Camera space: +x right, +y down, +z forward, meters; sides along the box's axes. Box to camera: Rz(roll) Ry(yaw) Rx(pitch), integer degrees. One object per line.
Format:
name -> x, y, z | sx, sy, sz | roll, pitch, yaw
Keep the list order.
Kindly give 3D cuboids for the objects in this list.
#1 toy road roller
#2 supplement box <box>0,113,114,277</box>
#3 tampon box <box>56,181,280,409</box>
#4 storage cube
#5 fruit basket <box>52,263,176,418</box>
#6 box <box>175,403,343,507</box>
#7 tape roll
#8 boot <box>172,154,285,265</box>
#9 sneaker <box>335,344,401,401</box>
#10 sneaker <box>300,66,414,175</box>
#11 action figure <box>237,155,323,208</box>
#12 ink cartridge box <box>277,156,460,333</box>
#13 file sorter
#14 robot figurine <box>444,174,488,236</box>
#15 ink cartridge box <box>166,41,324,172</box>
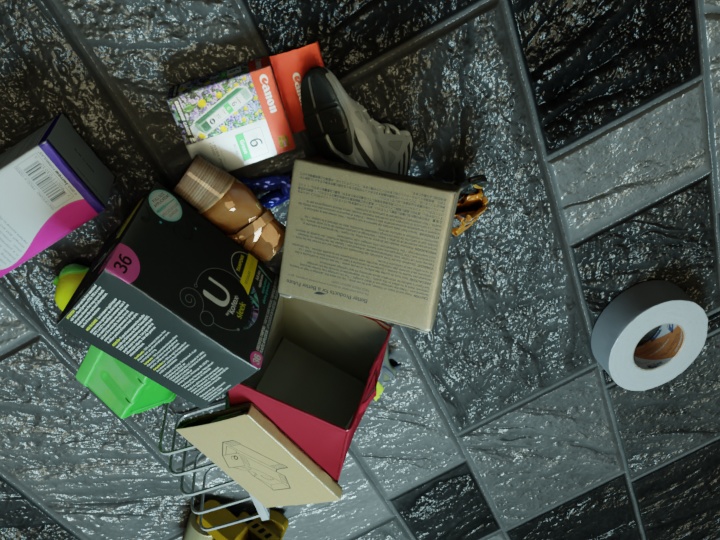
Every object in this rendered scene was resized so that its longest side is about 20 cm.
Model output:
toy road roller -> -0.224, 0.509, 1.134 | 0.197, 0.146, 0.125 | 31, 116, 13
supplement box -> -0.414, -0.081, 0.728 | 0.197, 0.104, 0.102 | -31, 124, 4
tampon box -> -0.213, 0.033, 0.709 | 0.199, 0.152, 0.125 | 38, 126, -25
storage cube -> -0.073, 0.158, 0.848 | 0.195, 0.173, 0.182 | 20, 141, 9
fruit basket -> -0.322, 0.071, 0.838 | 0.154, 0.214, 0.219 | -10, 134, -55
box -> -0.141, 0.264, 0.838 | 0.161, 0.022, 0.201 | -20, 122, 36
tape roll -> 0.529, 0.121, 1.104 | 0.194, 0.067, 0.205 | -6, 122, -9
boot -> -0.197, -0.039, 0.788 | 0.153, 0.075, 0.199 | 37, 132, -21
sneaker -> -0.003, 0.117, 0.977 | 0.081, 0.074, 0.202 | -40, 122, -13
sneaker -> 0.002, -0.184, 0.789 | 0.115, 0.074, 0.204 | -46, 120, -34
action figure -> -0.102, -0.098, 0.802 | 0.195, 0.100, 0.067 | -18, 125, -6
ink cartridge box -> 0.010, -0.036, 0.726 | 0.194, 0.075, 0.170 | 13, 106, 11
file sorter -> -0.233, 0.299, 0.980 | 0.121, 0.140, 0.204 | -14, 123, -1
robot figurine -> 0.092, -0.066, 0.836 | 0.196, 0.145, 0.059 | -24, 79, -13
ink cartridge box -> -0.130, -0.201, 0.757 | 0.195, 0.051, 0.111 | -18, 124, -1
